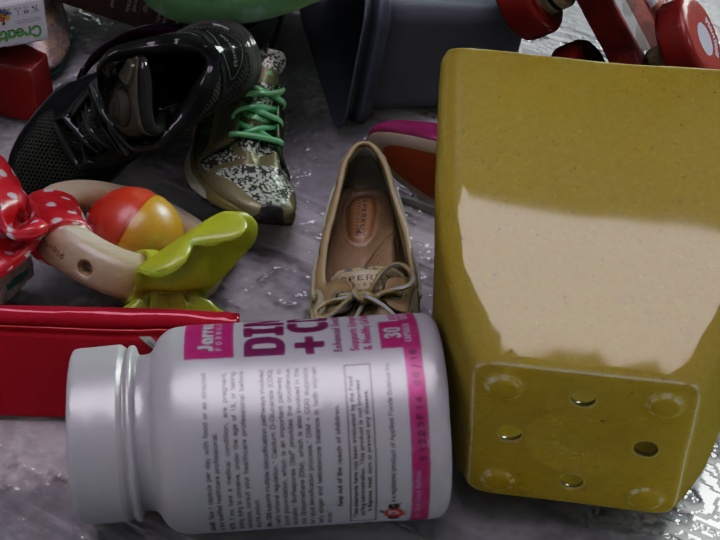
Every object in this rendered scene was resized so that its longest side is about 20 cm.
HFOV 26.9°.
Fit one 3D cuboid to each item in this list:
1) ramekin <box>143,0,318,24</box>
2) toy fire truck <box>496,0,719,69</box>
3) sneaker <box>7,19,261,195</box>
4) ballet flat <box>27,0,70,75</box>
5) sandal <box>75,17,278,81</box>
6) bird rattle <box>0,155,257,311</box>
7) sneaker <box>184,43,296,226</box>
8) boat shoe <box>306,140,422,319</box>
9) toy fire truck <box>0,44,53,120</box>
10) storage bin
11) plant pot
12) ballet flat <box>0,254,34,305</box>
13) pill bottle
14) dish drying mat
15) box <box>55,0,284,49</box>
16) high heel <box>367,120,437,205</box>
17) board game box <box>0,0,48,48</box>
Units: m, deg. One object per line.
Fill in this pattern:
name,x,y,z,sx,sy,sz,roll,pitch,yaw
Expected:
ramekin,-0.079,-0.270,1.054,0.199,0.098,0.201,-11,42,10
toy fire truck,0.189,-0.211,1.104,0.112,0.200,0.168,-19,27,32
sneaker,-0.168,-0.102,0.993,0.199,0.077,0.114,-24,3,19
ballet flat,-0.278,-0.231,1.213,0.068,0.067,0.200,-17,44,-7
sandal,-0.151,-0.150,1.070,0.200,0.048,0.076,-28,38,19
bird rattle,-0.159,-0.011,0.942,0.199,0.113,0.163,17,17,10
sneaker,-0.079,-0.110,1.046,0.076,0.089,0.200,8,38,-24
boat shoe,0.000,0.000,0.954,0.073,0.063,0.201,-3,42,-4
toy fire truck,-0.345,-0.130,1.113,0.199,0.049,0.141,16,44,19
storage bin,0.040,-0.213,1.150,0.133,0.146,0.200,-1,40,-16
plant pot,0.129,0.020,0.846,0.194,0.195,0.201,5,48,6
ballet flat,-0.291,-0.036,0.998,0.200,0.072,0.072,36,52,23
pill bottle,-0.055,0.084,0.820,0.199,0.114,0.114,-3,41,-4
dish drying mat,-0.169,0.056,0.882,0.199,0.077,0.018,1,33,1
box,-0.151,-0.241,1.179,0.199,0.075,0.100,18,43,-8
high heel,0.108,-0.082,1.042,0.199,0.068,0.096,21,54,1
board game box,-0.334,-0.190,1.129,0.126,0.035,0.200,-17,23,-32
